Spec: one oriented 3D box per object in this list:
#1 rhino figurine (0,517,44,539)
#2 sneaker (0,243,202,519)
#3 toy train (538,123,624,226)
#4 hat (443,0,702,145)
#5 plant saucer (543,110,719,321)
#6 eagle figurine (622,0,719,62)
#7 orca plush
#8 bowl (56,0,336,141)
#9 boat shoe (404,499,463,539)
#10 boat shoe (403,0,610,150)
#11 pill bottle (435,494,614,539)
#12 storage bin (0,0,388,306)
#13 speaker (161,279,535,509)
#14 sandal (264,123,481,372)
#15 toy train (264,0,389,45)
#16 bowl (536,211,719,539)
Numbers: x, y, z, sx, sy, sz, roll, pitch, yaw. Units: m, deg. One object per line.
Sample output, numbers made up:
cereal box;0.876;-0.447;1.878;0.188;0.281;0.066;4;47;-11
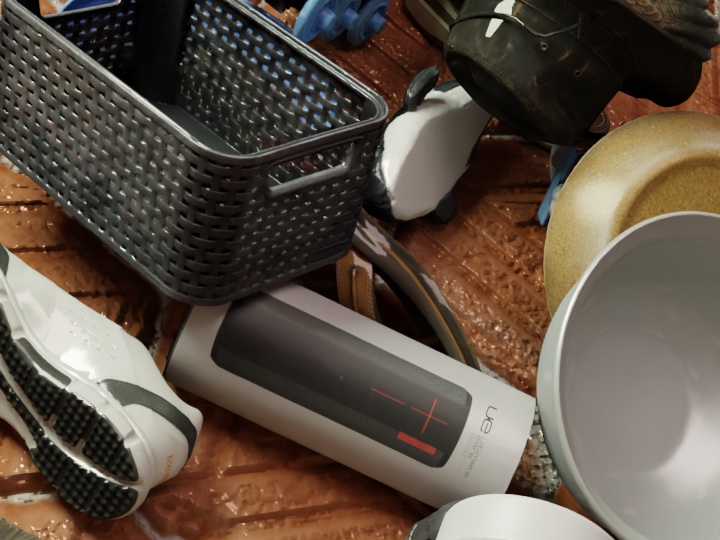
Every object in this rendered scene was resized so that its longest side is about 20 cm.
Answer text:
rhino figurine;-0.150;0.160;0.698;0.200;0.060;0.087;39;25;13
sneaker;-0.166;0.045;0.807;0.200;0.074;0.080;47;32;13
toy train;0.218;-0.050;1.058;0.198;0.087;0.115;6;39;-16
hat;0.114;-0.132;0.971;0.199;0.201;0.081;27;82;0
plant saucer;0.213;-0.002;0.962;0.198;0.035;0.202;0;90;-17
eagle figurine;0.134;-0.213;1.028;0.150;0.152;0.201;-11;48;-24
orca plush;0.035;-0.101;1.032;0.070;0.106;0.201;5;50;30
bowl;-0.111;-0.111;0.992;0.199;0.040;0.202;14;44;-14
boat shoe;0.116;0.181;0.809;0.199;0.063;0.073;25;43;-3
boat shoe;0.113;-0.171;1.134;0.202;0.075;0.074;44;45;17
pill bottle;0.056;0.212;0.688;0.113;0.115;0.201;24;54;-4
storage bin;-0.099;-0.083;0.841;0.200;0.094;0.135;38;38;28
speaker;-0.005;0.066;0.847;0.199;0.081;0.082;26;43;-2
sandal;0.000;0.000;0.914;0.054;0.082;0.200;-40;91;-4
toy train;-0.017;-0.224;1.062;0.086;0.115;0.200;37;17;12
bowl;0.175;0.073;0.876;0.199;0.090;0.203;5;78;-24
